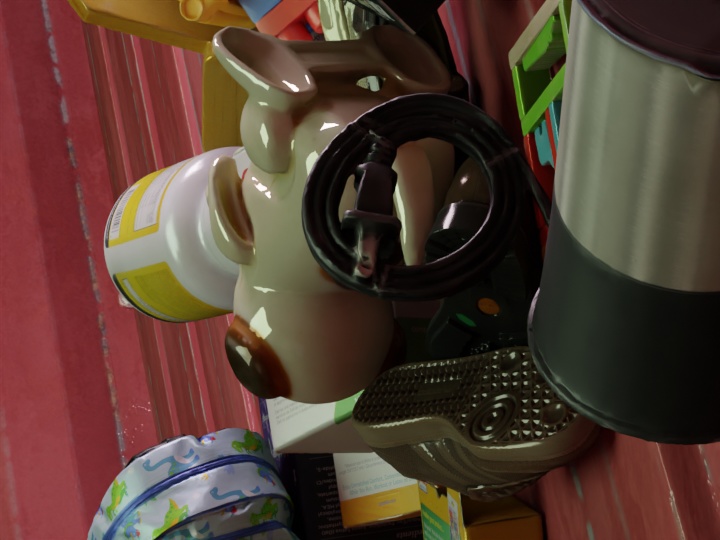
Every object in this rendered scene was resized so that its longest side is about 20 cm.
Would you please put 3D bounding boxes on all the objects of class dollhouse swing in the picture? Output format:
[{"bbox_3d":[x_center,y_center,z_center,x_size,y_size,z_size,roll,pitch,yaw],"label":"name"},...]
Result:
[{"bbox_3d":[-0.125,-0.196,2.063,0.182,0.175,0.201,96,180,-56],"label":"dollhouse swing"}]

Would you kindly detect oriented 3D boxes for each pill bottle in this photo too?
[{"bbox_3d":[-0.098,-0.025,1.942,0.200,0.111,0.113,168,95,-66],"label":"pill bottle"}]

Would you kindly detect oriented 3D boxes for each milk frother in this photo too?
[{"bbox_3d":[0.082,-0.056,1.082,0.181,0.199,0.189,-102,11,-47],"label":"milk frother"}]

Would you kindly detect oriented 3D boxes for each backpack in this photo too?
[{"bbox_3d":[-0.112,0.192,1.924,0.154,0.162,0.201,-120,30,-44],"label":"backpack"}]

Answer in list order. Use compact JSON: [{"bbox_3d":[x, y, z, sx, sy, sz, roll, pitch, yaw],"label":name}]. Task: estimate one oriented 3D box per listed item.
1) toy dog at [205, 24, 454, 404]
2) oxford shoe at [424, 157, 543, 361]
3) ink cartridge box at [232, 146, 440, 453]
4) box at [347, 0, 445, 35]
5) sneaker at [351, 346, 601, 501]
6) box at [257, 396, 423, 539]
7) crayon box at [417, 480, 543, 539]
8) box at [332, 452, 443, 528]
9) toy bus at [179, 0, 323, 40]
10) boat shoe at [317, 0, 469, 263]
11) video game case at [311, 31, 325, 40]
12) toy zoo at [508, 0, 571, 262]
[{"bbox_3d":[-0.011,-0.019,1.610,0.194,0.139,0.201,42,130,39],"label":"toy dog"},{"bbox_3d":[0.079,0.002,1.558,0.200,0.072,0.085,90,-165,-58],"label":"oxford shoe"},{"bbox_3d":[0.000,0.000,1.760,0.146,0.084,0.201,-28,66,49],"label":"ink cartridge box"},{"bbox_3d":[-0.029,-0.234,1.597,0.164,0.086,0.200,43,178,-24],"label":"box"},{"bbox_3d":[0.079,0.090,1.547,0.076,0.071,0.200,46,158,-26],"label":"sneaker"},{"bbox_3d":[-0.002,0.160,1.968,0.148,0.104,0.201,136,127,-77],"label":"box"},{"bbox_3d":[0.078,0.207,1.700,0.126,0.051,0.201,-154,57,-78],"label":"crayon box"},{"bbox_3d":[0.020,0.063,1.849,0.119,0.041,0.201,-19,75,55],"label":"box"},{"bbox_3d":[-0.059,-0.249,1.899,0.192,0.200,0.136,52,-162,15],"label":"toy bus"},{"bbox_3d":[0.033,-0.101,1.686,0.066,0.072,0.202,-27,79,48],"label":"boat shoe"},{"bbox_3d":[-0.036,-0.106,2.032,0.182,0.024,0.201,-84,0,-55],"label":"video game case"},{"bbox_3d":[0.113,-0.034,1.424,0.131,0.020,0.201,126,136,-76],"label":"toy zoo"}]
